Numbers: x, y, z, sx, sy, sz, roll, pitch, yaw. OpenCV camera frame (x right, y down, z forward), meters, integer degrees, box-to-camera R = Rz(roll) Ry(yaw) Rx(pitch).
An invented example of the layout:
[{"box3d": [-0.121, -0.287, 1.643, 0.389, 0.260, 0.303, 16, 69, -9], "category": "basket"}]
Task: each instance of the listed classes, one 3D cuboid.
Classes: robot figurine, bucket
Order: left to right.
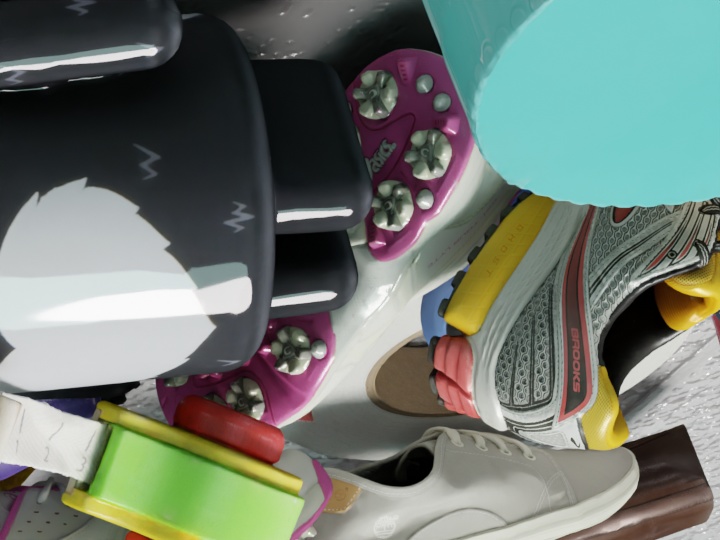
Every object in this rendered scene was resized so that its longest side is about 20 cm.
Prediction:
[{"box3d": [-0.099, -0.020, 0.852, 0.198, 0.152, 0.125, -4, -170, -14], "category": "robot figurine"}, {"box3d": [0.102, -0.120, 0.754, 0.206, 0.136, 0.208, -13, 155, -6], "category": "bucket"}]

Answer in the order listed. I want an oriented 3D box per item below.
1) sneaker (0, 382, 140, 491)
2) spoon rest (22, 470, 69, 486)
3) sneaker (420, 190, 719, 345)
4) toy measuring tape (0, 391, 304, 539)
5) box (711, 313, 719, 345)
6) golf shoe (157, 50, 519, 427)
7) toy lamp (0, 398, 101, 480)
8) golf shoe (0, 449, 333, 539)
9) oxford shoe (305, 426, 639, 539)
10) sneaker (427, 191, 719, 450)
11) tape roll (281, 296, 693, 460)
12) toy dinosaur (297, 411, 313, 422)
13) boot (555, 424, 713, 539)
[{"box3d": [-0.160, 0.045, 1.020, 0.200, 0.090, 0.070, -49, 154, 8], "category": "sneaker"}, {"box3d": [-0.121, 0.065, 1.080, 0.199, 0.061, 0.099, -27, -173, 24], "category": "spoon rest"}, {"box3d": [0.119, -0.012, 0.994, 0.199, 0.078, 0.070, -29, 113, -2], "category": "sneaker"}, {"box3d": [-0.066, 0.074, 0.882, 0.073, 0.074, 0.200, -21, 164, 12], "category": "toy measuring tape"}, {"box3d": [0.228, 0.017, 1.123, 0.094, 0.103, 0.200, -25, 153, 22], "category": "box"}, {"box3d": [0.000, 0.000, 0.971, 0.091, 0.076, 0.200, -3, 145, -50], "category": "golf shoe"}, {"box3d": [-0.193, 0.064, 0.932, 0.198, 0.059, 0.058, -16, 154, -8], "category": "toy lamp"}, {"box3d": [-0.101, 0.110, 0.990, 0.199, 0.092, 0.075, -30, -179, -27], "category": "golf shoe"}, {"box3d": [0.052, 0.097, 1.151, 0.199, 0.058, 0.075, -11, -176, -40], "category": "oxford shoe"}, {"box3d": [0.108, -0.019, 0.930, 0.201, 0.082, 0.078, -58, 155, -13], "category": "sneaker"}, {"box3d": [0.049, 0.024, 1.118, 0.201, 0.037, 0.203, -12, 154, -6], "category": "tape roll"}, {"box3d": [-0.134, 0.133, 1.055, 0.181, 0.105, 0.201, -20, 139, -60], "category": "toy dinosaur"}, {"box3d": [0.067, 0.130, 1.284, 0.199, 0.065, 0.186, -24, -168, -16], "category": "boot"}]
